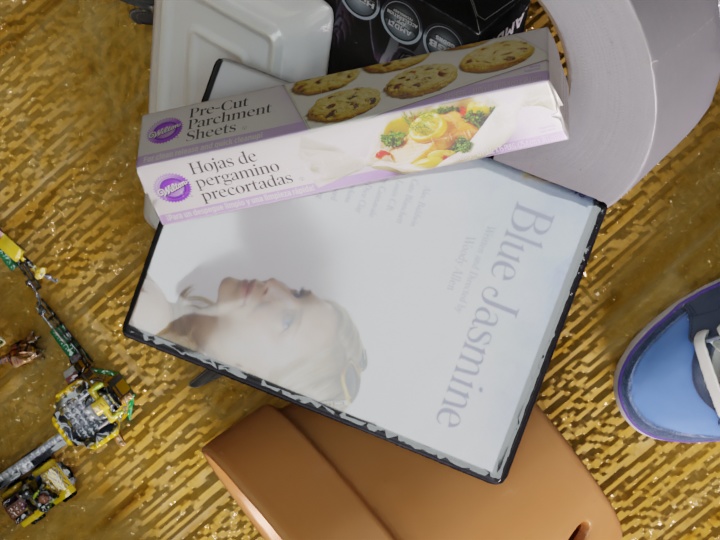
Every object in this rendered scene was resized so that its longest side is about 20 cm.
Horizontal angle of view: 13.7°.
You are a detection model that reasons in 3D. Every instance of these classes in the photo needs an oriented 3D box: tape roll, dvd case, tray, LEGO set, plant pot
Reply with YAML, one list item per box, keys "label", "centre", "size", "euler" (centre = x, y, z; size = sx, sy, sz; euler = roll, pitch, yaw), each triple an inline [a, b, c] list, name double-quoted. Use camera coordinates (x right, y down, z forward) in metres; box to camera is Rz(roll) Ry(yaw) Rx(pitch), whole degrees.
- label: "tape roll"
  centre: [0.076, -0.124, 1.457]
  size: [0.200, 0.066, 0.200]
  euler: [24, 135, 27]
- label: "dvd case"
  centre: [0.000, 0.000, 1.417]
  size: [0.200, 0.018, 0.143]
  euler: [21, 97, 10]
- label: "tray"
  centre: [-0.069, -0.072, 1.488]
  size: [0.107, 0.022, 0.200]
  euler: [30, 137, 23]
- label: "LEGO set"
  centre: [-0.216, 0.050, 1.542]
  size: [0.154, 0.116, 0.200]
  euler: [-27, 94, 9]
- label: "plant pot"
  centre: [0.036, 0.125, 1.500]
  size: [0.140, 0.200, 0.200]
  euler: [-38, 92, -7]

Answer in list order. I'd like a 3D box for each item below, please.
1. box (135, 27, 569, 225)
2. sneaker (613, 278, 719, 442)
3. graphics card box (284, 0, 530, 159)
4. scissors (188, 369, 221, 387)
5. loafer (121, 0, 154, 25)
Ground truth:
- label: "box"
  centre: [-0.003, -0.066, 1.378]
  size: [0.200, 0.041, 0.039]
  euler: [-11, 131, 14]
- label: "sneaker"
  centre: [0.219, 0.041, 1.480]
  size: [0.200, 0.146, 0.081]
  euler: [-18, 95, 8]
- label: "graphics card box"
  centre: [0.007, -0.081, 1.466]
  size: [0.125, 0.051, 0.200]
  euler: [33, 138, 20]
- label: "scissors"
  centre: [-0.030, 0.017, 1.515]
  size: [0.200, 0.014, 0.073]
  euler: [-11, 92, 50]
- label: "loafer"
  centre: [-0.095, -0.156, 1.535]
  size: [0.200, 0.073, 0.072]
  euler: [30, 128, -3]
